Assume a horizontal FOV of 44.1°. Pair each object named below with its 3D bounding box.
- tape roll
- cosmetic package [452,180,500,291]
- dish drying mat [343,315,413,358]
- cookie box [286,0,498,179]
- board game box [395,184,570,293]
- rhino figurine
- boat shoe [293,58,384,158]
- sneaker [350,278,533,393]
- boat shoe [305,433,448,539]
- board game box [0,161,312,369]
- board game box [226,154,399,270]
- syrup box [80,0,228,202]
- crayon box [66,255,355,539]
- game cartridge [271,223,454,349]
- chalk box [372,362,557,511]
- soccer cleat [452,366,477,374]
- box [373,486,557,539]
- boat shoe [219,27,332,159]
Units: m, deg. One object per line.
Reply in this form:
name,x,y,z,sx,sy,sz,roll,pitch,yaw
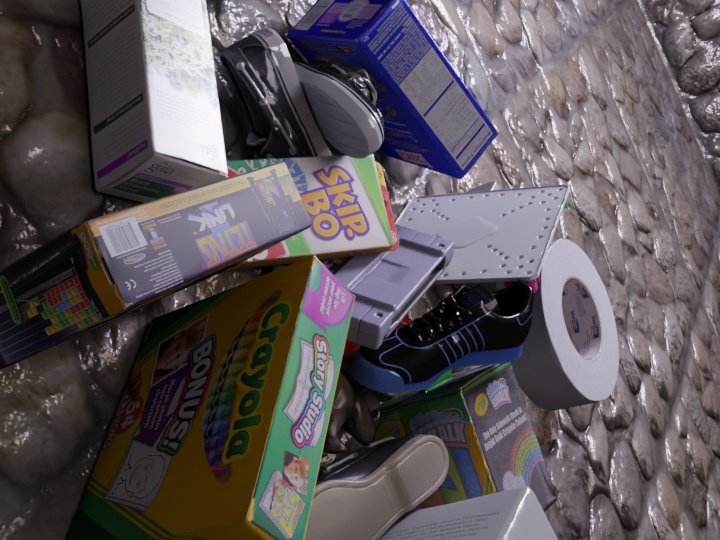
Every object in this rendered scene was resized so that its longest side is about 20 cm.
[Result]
tape roll,0.244,0.066,1.088,0.200,0.066,0.202,26,56,-45
cosmetic package,0.177,-0.001,1.155,0.201,0.090,0.107,60,35,-19
dish drying mat,-0.001,0.058,0.890,0.077,0.018,0.199,44,21,29
cookie box,0.035,-0.206,0.983,0.075,0.171,0.200,-48,122,-8
board game box,0.121,-0.033,0.994,0.200,0.198,0.026,-56,136,-51
rhino figurine,-0.036,0.123,0.801,0.199,0.059,0.088,17,62,-52
boat shoe,-0.019,-0.175,0.878,0.200,0.070,0.073,46,-21,50
sneaker,0.081,0.055,0.843,0.198,0.070,0.079,-11,125,-31
boat shoe,-0.011,0.202,0.784,0.199,0.062,0.073,-23,101,-34
board game box,-0.152,-0.003,0.601,0.200,0.164,0.057,-29,94,-56
board game box,-0.052,-0.057,0.831,0.198,0.030,0.097,-6,79,-33
syrup box,-0.173,-0.161,0.735,0.078,0.081,0.202,12,64,-50
crayon box,-0.100,0.103,0.613,0.058,0.171,0.201,44,41,-33
game cartridge,0.000,0.000,0.868,0.200,0.129,0.039,-44,151,-55
chalk box,0.096,0.170,0.911,0.124,0.123,0.202,-15,84,-56
soccer cleat,0.138,0.140,1.030,0.086,0.070,0.201,35,29,-22
box,0.076,0.320,0.729,0.200,0.199,0.171,62,36,-9
boat shoe,-0.079,-0.131,0.874,0.067,0.072,0.202,-32,117,-23
